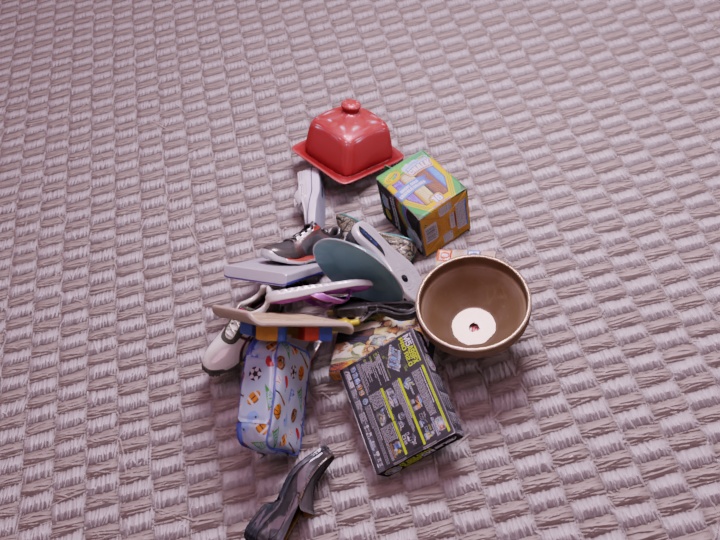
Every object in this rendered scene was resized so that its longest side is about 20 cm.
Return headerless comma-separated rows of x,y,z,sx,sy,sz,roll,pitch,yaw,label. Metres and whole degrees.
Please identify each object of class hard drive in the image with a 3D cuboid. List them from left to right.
-0.164,-0.002,1.622,0.131,0.026,0.200,8,9,18,hard drive

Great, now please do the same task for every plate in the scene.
0.000,0.000,1.553,0.199,0.201,0.026,21,62,27,plate

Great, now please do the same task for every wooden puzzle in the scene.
-0.138,0.096,1.424,0.185,0.199,0.047,5,87,59,wooden puzzle

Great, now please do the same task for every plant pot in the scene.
0.199,0.078,1.439,0.199,0.093,0.202,-5,53,7,plant pot

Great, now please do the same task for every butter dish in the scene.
-0.025,-0.308,1.823,0.199,0.149,0.199,-27,49,-34,butter dish

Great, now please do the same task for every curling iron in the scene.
-0.064,0.051,1.634,0.199,0.026,0.050,14,93,23,curling iron

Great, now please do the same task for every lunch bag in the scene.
-0.146,0.224,1.421,0.075,0.160,0.202,1,73,21,lunch bag

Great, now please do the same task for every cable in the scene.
0.021,0.081,1.529,0.198,0.051,0.097,-3,23,16,cable

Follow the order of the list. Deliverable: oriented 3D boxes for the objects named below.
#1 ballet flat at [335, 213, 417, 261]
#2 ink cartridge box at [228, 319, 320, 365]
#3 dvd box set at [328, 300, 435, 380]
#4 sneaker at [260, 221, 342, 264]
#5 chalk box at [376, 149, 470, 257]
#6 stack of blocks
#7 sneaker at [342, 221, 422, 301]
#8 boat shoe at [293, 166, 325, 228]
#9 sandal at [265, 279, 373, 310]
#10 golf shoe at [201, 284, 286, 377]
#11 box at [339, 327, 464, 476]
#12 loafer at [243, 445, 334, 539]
0.018,-0.056,1.688,0.199,0.068,0.076,23,68,24,ballet flat
-0.167,0.141,1.578,0.198,0.051,0.109,14,55,21,ink cartridge box
0.045,0.128,1.512,0.199,0.029,0.147,-7,53,29,dvd box set
-0.116,-0.059,1.651,0.199,0.083,0.077,-6,14,-43,sneaker
0.118,-0.152,1.699,0.123,0.125,0.200,-31,53,-13,chalk box
0.193,0.057,1.556,0.114,0.059,0.201,1,52,15,stack of blocks
0.035,0.007,1.632,0.200,0.112,0.073,49,41,5,sneaker
-0.114,-0.150,1.794,0.065,0.074,0.201,-11,40,9,boat shoe
-0.075,0.051,1.522,0.201,0.082,0.050,-7,86,-9,sandal
-0.227,0.107,1.530,0.077,0.088,0.200,29,64,29,golf shoe
0.067,0.224,1.398,0.160,0.044,0.201,-32,60,17,box
-0.102,0.383,1.360,0.072,0.073,0.200,33,74,23,loafer
